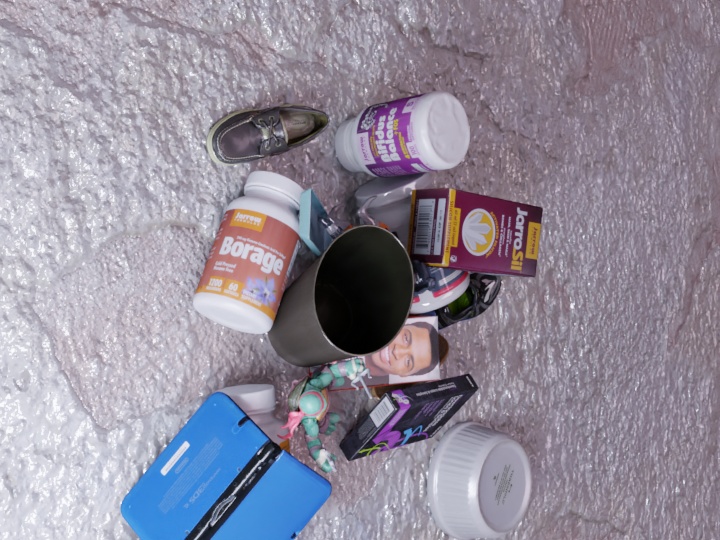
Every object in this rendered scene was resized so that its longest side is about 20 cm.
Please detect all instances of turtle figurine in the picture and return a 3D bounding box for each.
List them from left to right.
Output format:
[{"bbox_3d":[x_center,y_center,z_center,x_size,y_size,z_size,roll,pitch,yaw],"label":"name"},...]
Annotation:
[{"bbox_3d":[-0.049,0.178,1.252,0.100,0.200,0.151,25,87,-1],"label":"turtle figurine"}]

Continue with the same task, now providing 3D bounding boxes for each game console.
[{"bbox_3d":[-0.169,0.287,1.189,0.200,0.170,0.118,-49,153,-2],"label":"game console"}]

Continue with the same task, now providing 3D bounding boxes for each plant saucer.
[{"bbox_3d":[-0.062,-0.059,1.335,0.200,0.019,0.071,60,30,-79],"label":"plant saucer"}]

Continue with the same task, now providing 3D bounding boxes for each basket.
[{"bbox_3d":[-0.039,0.053,1.252,0.135,0.200,0.182,32,59,-15],"label":"basket"}]

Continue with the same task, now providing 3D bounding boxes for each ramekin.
[{"bbox_3d":[0.212,0.364,1.618,0.201,0.094,0.205,3,86,-44],"label":"ramekin"}]

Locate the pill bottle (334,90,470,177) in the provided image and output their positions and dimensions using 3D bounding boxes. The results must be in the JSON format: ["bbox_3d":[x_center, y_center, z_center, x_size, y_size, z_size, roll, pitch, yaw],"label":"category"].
[{"bbox_3d":[0.057,-0.198,1.410,0.112,0.199,0.114,3,86,-44],"label":"pill bottle"}]

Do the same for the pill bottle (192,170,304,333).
[{"bbox_3d":[-0.143,-0.026,1.270,0.112,0.111,0.202,32,66,-39],"label":"pill bottle"}]

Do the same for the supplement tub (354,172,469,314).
[{"bbox_3d":[0.080,-0.047,1.470,0.140,0.139,0.202,-35,113,-39],"label":"supplement tub"}]

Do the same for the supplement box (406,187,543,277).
[{"bbox_3d":[0.171,-0.054,1.397,0.198,0.085,0.112,6,89,-38],"label":"supplement box"}]

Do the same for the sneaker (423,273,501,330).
[{"bbox_3d":[0.183,0.048,1.604,0.199,0.082,0.071,-24,86,-43],"label":"sneaker"}]

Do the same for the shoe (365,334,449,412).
[{"bbox_3d":[0.073,0.164,1.524,0.070,0.054,0.200,41,46,13],"label":"shoe"}]

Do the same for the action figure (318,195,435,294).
[{"bbox_3d":[0.000,0.000,1.354,0.104,0.199,0.195,-28,101,-39],"label":"action figure"}]

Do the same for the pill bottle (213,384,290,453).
[{"bbox_3d":[-0.147,0.258,1.255,0.110,0.110,0.203,-6,92,-44],"label":"pill bottle"}]

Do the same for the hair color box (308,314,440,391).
[{"bbox_3d":[0.021,0.122,1.424,0.198,0.061,0.103,-3,91,-28],"label":"hair color box"}]

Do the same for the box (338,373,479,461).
[{"bbox_3d":[0.078,0.227,1.466,0.199,0.143,0.036,-7,54,-45],"label":"box"}]

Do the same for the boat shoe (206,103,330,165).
[{"bbox_3d":[-0.126,-0.199,1.324,0.199,0.064,0.074,-29,110,-40],"label":"boat shoe"}]
